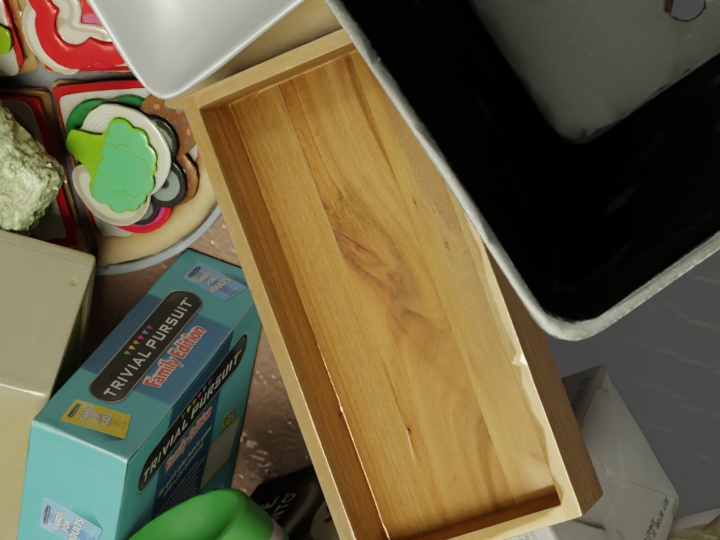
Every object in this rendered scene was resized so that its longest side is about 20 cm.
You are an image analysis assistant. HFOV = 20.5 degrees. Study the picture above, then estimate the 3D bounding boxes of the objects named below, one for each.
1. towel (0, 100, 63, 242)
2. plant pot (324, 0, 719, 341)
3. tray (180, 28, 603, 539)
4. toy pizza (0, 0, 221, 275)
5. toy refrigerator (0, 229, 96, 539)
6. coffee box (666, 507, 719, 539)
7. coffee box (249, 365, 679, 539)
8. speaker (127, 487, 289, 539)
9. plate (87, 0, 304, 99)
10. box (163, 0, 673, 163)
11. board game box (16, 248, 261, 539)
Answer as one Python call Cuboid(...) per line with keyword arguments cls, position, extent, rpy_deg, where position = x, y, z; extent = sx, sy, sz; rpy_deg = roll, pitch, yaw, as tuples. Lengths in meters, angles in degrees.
Cuboid(cls="towel", position=(-0.221, -0.041, 0.908), extent=(0.148, 0.037, 0.200), rpy_deg=(47, 138, -5))
Cuboid(cls="plant pot", position=(0.087, -0.122, 0.615), extent=(0.199, 0.177, 0.201), rpy_deg=(-34, 91, 6))
Cuboid(cls="tray", position=(0.012, 0.010, 0.770), extent=(0.098, 0.037, 0.202), rpy_deg=(-20, 90, 24))
Cuboid(cls="toy pizza", position=(-0.144, -0.083, 0.881), extent=(0.198, 0.032, 0.202), rpy_deg=(10, 122, 17))
Cuboid(cls="toy refrigerator", position=(-0.164, 0.072, 0.910), extent=(0.069, 0.076, 0.201), rpy_deg=(15, 143, -2))
Cuboid(cls="coffee box", position=(0.119, 0.191, 0.825), extent=(0.114, 0.200, 0.080), rpy_deg=(-19, 110, 31))
Cuboid(cls="coffee box", position=(0.028, 0.129, 0.882), extent=(0.199, 0.113, 0.080), rpy_deg=(-22, 108, 31))
Cuboid(cls="speaker", position=(-0.027, 0.191, 0.815), extent=(0.088, 0.089, 0.201), rpy_deg=(-21, 109, 31))
Cuboid(cls="plate", position=(-0.053, -0.198, 0.749), extent=(0.199, 0.032, 0.200), rpy_deg=(-32, 92, 23))
Cuboid(cls="box", position=(0.024, -0.123, 0.771), extent=(0.198, 0.021, 0.165), rpy_deg=(13, 108, 15))
Cuboid(cls="board game box", position=(-0.105, 0.113, 0.906), extent=(0.047, 0.151, 0.201), rpy_deg=(20, 124, 11))
